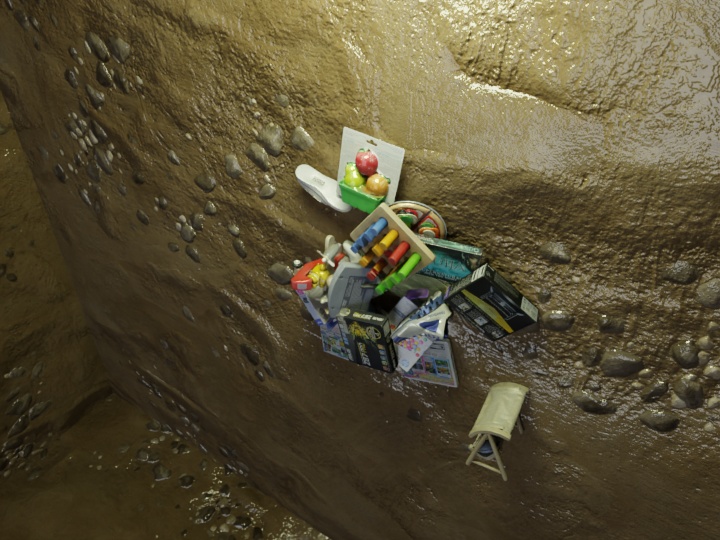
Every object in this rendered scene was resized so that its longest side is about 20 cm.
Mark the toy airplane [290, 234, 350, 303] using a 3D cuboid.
[{"bbox_3d":[-0.100,0.005,1.574,0.141,0.200,0.200,41,-175,35],"label":"toy airplane"}]

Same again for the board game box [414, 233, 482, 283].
[{"bbox_3d":[0.222,-0.027,1.380,0.197,0.028,0.136,13,142,15],"label":"board game box"}]

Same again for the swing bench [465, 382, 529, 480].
[{"bbox_3d":[0.408,0.464,1.525,0.128,0.199,0.202,13,128,28],"label":"swing bench"}]

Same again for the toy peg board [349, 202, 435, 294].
[{"bbox_3d":[0.060,-0.042,1.370,0.199,0.098,0.200,45,148,-5],"label":"toy peg board"}]

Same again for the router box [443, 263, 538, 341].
[{"bbox_3d":[0.348,0.091,1.373,0.199,0.053,0.157,40,137,-13],"label":"router box"}]

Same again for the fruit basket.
[{"bbox_3d":[0.023,-0.262,1.371,0.183,0.094,0.202,24,124,19],"label":"fruit basket"}]

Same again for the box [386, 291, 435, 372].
[{"bbox_3d":[0.140,0.186,1.546,0.155,0.041,0.201,39,119,4],"label":"box"}]

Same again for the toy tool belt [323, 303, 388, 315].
[{"bbox_3d":[-0.015,0.153,1.662,0.199,0.123,0.125,39,143,6],"label":"toy tool belt"}]

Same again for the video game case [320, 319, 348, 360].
[{"bbox_3d":[-0.057,0.246,1.839,0.198,0.022,0.184,15,128,27],"label":"video game case"}]

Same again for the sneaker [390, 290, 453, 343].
[{"bbox_3d":[0.186,0.162,1.452,0.199,0.081,0.115,-42,89,23],"label":"sneaker"}]

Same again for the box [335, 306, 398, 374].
[{"bbox_3d":[0.022,0.209,1.537,0.159,0.049,0.202,12,133,30],"label":"box"}]

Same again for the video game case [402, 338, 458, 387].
[{"bbox_3d":[0.212,0.289,1.669,0.198,0.024,0.184,4,122,34],"label":"video game case"}]

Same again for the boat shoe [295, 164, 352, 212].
[{"bbox_3d":[-0.107,-0.231,1.505,0.199,0.071,0.070,33,162,7],"label":"boat shoe"}]

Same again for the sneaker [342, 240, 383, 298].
[{"bbox_3d":[0.000,0.000,1.563,0.080,0.070,0.201,-34,97,15],"label":"sneaker"}]

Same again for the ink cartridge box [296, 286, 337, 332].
[{"bbox_3d":[-0.134,0.094,1.714,0.042,0.119,0.201,-21,108,42],"label":"ink cartridge box"}]

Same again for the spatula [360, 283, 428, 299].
[{"bbox_3d":[0.096,0.056,1.471,0.197,0.057,0.021,9,117,8],"label":"spatula"}]

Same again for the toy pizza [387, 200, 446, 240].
[{"bbox_3d":[0.134,-0.105,1.384,0.197,0.032,0.202,10,140,8],"label":"toy pizza"}]

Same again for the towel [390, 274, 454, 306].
[{"bbox_3d":[0.179,0.047,1.507,0.198,0.037,0.150,25,134,17],"label":"towel"}]

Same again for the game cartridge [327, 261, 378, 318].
[{"bbox_3d":[-0.028,0.060,1.521,0.041,0.131,0.202,-114,33,-47],"label":"game cartridge"}]
